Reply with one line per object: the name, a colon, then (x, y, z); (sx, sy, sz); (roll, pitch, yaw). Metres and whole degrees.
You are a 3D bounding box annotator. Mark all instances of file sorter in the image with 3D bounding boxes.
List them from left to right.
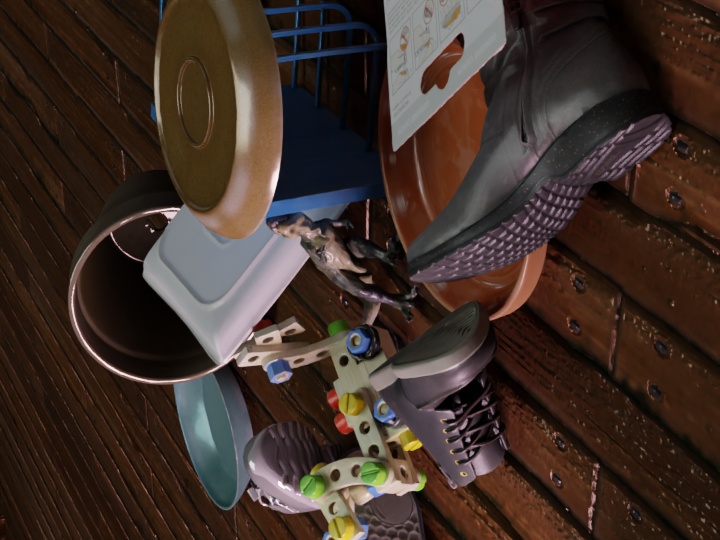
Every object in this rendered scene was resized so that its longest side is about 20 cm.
file sorter: (-0.065, -0.145, 1.061); (0.200, 0.137, 0.124); (45, 139, 48)

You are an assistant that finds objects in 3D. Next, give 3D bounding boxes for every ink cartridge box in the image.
ink cartridge box: (0.060, -0.193, 0.812); (0.162, 0.056, 0.203); (141, 124, -63)

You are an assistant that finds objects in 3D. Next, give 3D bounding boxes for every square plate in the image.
square plate: (-0.101, -0.043, 1.163); (0.028, 0.201, 0.198); (38, -179, -37)

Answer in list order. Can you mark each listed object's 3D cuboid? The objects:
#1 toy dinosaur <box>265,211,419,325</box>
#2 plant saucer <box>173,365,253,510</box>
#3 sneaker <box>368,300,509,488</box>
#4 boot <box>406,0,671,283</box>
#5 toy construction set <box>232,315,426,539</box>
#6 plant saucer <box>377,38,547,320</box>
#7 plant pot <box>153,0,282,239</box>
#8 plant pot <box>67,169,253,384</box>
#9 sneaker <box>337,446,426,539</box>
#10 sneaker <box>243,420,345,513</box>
toy dinosaur: (0.000, 0.000, 1.069); (0.087, 0.048, 0.200); (10, 156, 31)
plant saucer: (-0.166, 0.174, 1.575); (0.200, 0.036, 0.203); (41, 138, 52)
sneaker: (0.074, 0.089, 0.935); (0.107, 0.075, 0.200); (52, 168, 1)
boot: (0.086, -0.089, 0.810); (0.199, 0.069, 0.133); (-38, 64, 34)
toy construction set: (-0.017, 0.117, 1.100); (0.131, 0.092, 0.202); (-35, 75, 25)
plant saucer: (0.071, -0.067, 0.931); (0.200, 0.032, 0.203); (42, 139, 50)
plant pot: (-0.110, -0.122, 0.983); (0.199, 0.027, 0.203); (27, 121, 58)
plant pot: (-0.203, -0.016, 1.404); (0.174, 0.197, 0.202); (-111, 19, -57)
sneaker: (0.014, 0.268, 1.183); (0.204, 0.076, 0.147); (65, 151, 20)
sneaker: (-0.065, 0.187, 1.195); (0.200, 0.081, 0.076); (45, -155, -66)
